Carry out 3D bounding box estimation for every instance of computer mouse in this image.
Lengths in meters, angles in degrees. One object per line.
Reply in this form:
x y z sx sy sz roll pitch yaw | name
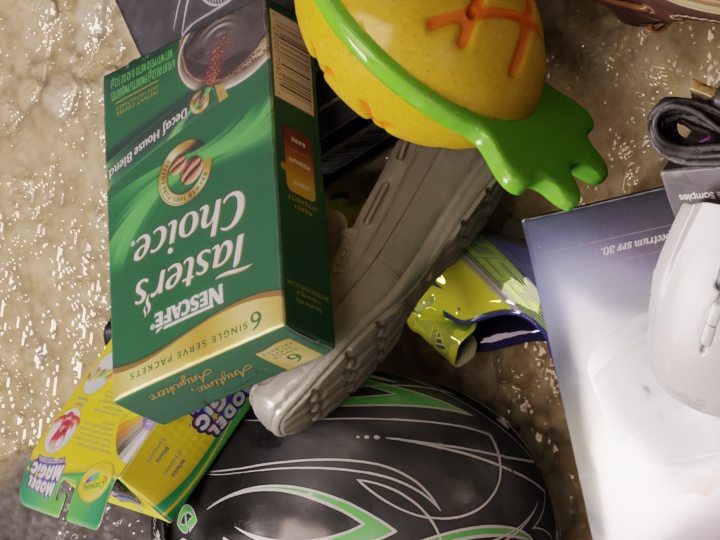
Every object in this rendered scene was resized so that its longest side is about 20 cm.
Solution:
0.171 0.006 1.247 0.109 0.044 0.201 21 137 16 | computer mouse

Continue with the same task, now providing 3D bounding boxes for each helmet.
0.003 0.146 1.491 0.190 0.199 0.201 9 100 49 | helmet

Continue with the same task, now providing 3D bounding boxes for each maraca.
0.046 -0.110 1.381 0.200 0.137 0.107 45 124 3 | maraca

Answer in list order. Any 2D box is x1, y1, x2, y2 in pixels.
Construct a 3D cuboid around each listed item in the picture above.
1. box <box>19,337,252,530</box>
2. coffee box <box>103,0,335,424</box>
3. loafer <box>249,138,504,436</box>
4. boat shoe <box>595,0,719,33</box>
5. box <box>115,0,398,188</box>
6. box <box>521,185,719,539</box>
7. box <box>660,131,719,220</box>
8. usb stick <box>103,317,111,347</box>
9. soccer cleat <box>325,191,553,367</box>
-0.101 0.059 1.494 0.200 0.048 0.117 -54 26 -15 | box
-0.076 -0.032 1.426 0.123 0.044 0.201 -22 57 32 | coffee box
0.000 0.000 1.440 0.070 0.200 0.070 32 156 15 | loafer
0.148 -0.160 1.390 0.199 0.072 0.072 17 71 27 | boat shoe
-0.045 -0.155 1.527 0.148 0.104 0.201 -30 79 32 | box
0.210 0.046 1.376 0.199 0.123 0.200 -14 89 33 | box
0.244 -0.091 1.292 0.142 0.200 0.036 -5 122 37 | box
-0.074 0.040 1.586 0.199 0.033 0.056 -9 113 44 | usb stick
0.039 0.007 1.510 0.199 0.065 0.084 10 85 29 | soccer cleat
